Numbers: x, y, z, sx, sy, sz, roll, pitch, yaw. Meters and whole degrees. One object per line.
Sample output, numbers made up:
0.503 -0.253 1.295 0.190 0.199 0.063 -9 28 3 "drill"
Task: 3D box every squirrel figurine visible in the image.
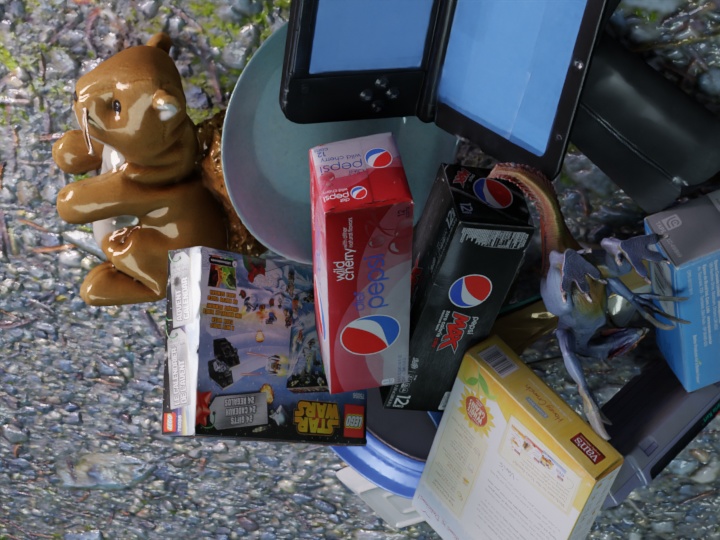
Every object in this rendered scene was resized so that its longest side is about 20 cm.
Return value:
-0.140 -0.087 1.152 0.197 0.142 0.188 0 128 -8 "squirrel figurine"

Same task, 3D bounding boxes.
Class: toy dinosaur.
0.171 0.012 1.085 0.104 0.201 0.182 -29 172 -10 "toy dinosaur"

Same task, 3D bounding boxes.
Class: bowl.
0.013 0.114 1.311 0.200 0.039 0.202 33 147 25 "bowl"

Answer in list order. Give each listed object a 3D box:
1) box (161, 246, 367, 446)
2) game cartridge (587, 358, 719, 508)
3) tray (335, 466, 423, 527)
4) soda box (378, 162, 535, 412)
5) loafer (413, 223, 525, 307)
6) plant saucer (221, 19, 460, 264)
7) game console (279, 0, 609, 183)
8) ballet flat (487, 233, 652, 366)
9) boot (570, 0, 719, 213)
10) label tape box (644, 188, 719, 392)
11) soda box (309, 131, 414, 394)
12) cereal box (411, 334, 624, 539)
-0.069 0.064 1.149 0.040 0.139 0.199 -6 168 38 "box"
0.226 0.130 1.208 0.129 0.199 0.039 -16 107 57 "game cartridge"
0.080 0.212 1.476 0.199 0.022 0.107 -22 128 32 "tray"
0.067 0.017 1.140 0.063 0.071 0.201 6 131 -17 "soda box"
0.050 -0.028 1.199 0.198 0.076 0.070 23 123 -25 "loafer"
-0.017 -0.104 1.089 0.199 0.039 0.203 -12 115 -25 "plant saucer"
0.052 -0.160 0.971 0.174 0.117 0.202 -6 131 -21 "game console"
0.178 0.031 1.188 0.198 0.069 0.064 -27 83 10 "ballet flat"
0.194 -0.138 1.035 0.200 0.066 0.164 40 144 -19 "boot"
0.324 -0.006 1.140 0.198 0.066 0.144 -22 134 -4 "label tape box"
0.000 0.000 1.063 0.063 0.070 0.201 -8 139 -7 "soda box"
0.117 0.167 1.164 0.144 0.039 0.201 45 142 26 "cereal box"
